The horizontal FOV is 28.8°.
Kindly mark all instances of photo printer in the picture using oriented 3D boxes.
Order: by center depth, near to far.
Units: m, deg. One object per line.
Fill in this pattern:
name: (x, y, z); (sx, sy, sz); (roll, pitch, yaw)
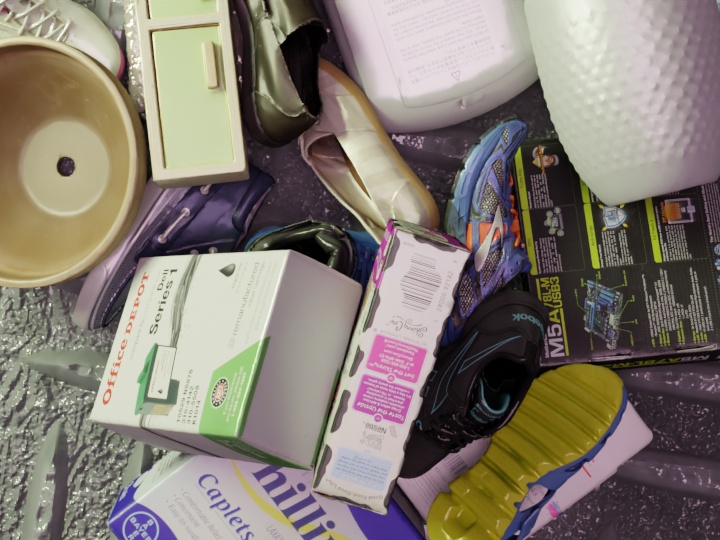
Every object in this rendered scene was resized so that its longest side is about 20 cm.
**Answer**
photo printer: (0.057, -0.221, 1.173); (0.166, 0.069, 0.201); (-20, 96, 1)

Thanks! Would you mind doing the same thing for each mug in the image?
mug: (0.240, -0.151, 1.126); (0.199, 0.147, 0.176); (-13, 91, -35)

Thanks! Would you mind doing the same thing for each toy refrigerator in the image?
toy refrigerator: (-0.138, -0.172, 1.129); (0.076, 0.070, 0.201); (-6, 87, -2)

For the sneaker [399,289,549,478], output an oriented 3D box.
sneaker: (0.076, 0.103, 1.106); (0.075, 0.079, 0.200); (25, 121, -17)

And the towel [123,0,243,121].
towel: (-0.137, -0.227, 1.187); (0.132, 0.034, 0.201); (-4, 95, -1)

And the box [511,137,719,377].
box: (0.229, -0.018, 1.174); (0.192, 0.048, 0.201); (-7, 73, 1)

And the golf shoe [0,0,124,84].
golf shoe: (-0.286, -0.215, 1.157); (0.200, 0.092, 0.075); (34, 92, -3)

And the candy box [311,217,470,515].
candy box: (0.020, 0.066, 1.049); (0.061, 0.136, 0.201); (17, 94, -2)

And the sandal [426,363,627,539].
sandal: (0.139, 0.157, 1.136); (0.200, 0.087, 0.080); (-45, 60, 6)

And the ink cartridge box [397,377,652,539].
ink cartridge box: (0.138, 0.155, 1.211); (0.200, 0.068, 0.117); (-36, 95, 4)

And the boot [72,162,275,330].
boot: (-0.158, -0.019, 1.185); (0.090, 0.073, 0.200); (33, 93, 2)

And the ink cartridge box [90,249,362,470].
ink cartridge box: (-0.107, 0.066, 1.080); (0.084, 0.200, 0.147); (28, 70, -39)

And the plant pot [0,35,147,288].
plant pot: (-0.260, -0.088, 1.158); (0.200, 0.093, 0.202); (1, 92, 14)

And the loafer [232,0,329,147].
loafer: (-0.055, -0.202, 1.131); (0.071, 0.073, 0.201); (-5, 90, 38)

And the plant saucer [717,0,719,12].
plant saucer: (0.270, -0.301, 1.192); (0.199, 0.027, 0.201); (0, 96, -1)

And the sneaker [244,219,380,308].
sneaker: (0.000, 0.001, 1.172); (0.199, 0.111, 0.077); (10, 95, -2)

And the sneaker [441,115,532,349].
sneaker: (0.106, -0.027, 1.142); (0.078, 0.075, 0.201); (15, 96, 6)

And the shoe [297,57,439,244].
shoe: (-0.012, -0.100, 1.156); (0.053, 0.070, 0.200); (-26, 69, -30)

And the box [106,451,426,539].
box: (-0.077, 0.209, 1.179); (0.200, 0.105, 0.184); (-38, 95, 1)
